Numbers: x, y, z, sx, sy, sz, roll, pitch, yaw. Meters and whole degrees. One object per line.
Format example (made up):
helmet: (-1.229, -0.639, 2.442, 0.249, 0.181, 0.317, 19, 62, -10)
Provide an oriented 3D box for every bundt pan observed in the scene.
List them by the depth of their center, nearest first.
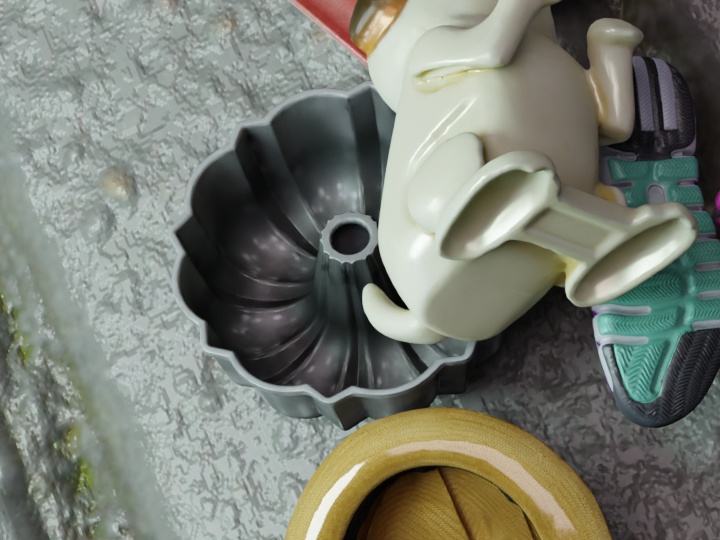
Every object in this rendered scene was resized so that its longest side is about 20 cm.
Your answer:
bundt pan: (0.000, 0.000, 1.596, 0.201, 0.076, 0.203, -4, 59, 7)

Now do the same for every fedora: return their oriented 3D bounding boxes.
fedora: (0.054, 0.170, 1.561, 0.199, 0.082, 0.202, 1, 93, 13)

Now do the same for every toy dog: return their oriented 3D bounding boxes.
toy dog: (0.068, -0.074, 1.518, 0.194, 0.139, 0.201, -49, 41, 42)

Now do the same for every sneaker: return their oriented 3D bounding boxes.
sneaker: (0.153, -0.009, 1.570, 0.074, 0.088, 0.201, 2, 75, -8)

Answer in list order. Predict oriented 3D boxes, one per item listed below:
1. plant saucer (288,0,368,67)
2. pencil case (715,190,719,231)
plant saucer: (0.011, -0.225, 1.628, 0.200, 0.037, 0.200, 42, 130, 25)
pencil case: (0.264, -0.088, 1.548, 0.088, 0.088, 0.201, 30, 90, 20)
